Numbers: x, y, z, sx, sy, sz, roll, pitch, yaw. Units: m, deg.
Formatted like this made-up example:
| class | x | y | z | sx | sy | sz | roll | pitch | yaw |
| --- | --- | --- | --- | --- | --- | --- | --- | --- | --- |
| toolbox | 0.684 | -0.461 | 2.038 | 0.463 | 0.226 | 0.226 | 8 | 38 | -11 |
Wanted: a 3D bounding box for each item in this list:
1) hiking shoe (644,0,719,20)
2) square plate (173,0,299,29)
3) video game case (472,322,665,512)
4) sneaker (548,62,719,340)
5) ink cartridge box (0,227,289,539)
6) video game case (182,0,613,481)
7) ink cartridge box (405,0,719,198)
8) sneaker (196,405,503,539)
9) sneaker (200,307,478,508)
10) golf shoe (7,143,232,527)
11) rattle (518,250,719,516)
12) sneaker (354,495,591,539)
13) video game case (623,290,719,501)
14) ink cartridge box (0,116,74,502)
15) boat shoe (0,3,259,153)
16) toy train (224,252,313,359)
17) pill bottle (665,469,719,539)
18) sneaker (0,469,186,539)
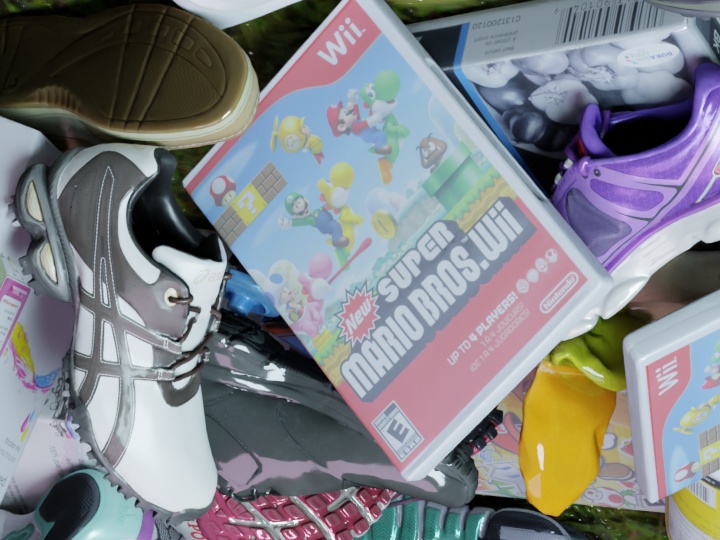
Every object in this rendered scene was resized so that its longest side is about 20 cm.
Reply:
| class | x | y | z | sx | sy | sz | roll | pitch | yaw |
| --- | --- | --- | --- | --- | --- | --- | --- | --- | --- |
| hiking shoe | 0.191 | -0.176 | 1.116 | 0.199 | 0.076 | 0.101 | -18 | 127 | 28 |
| square plate | -0.063 | -0.189 | 1.232 | 0.199 | 0.029 | 0.198 | -14 | 138 | 38 |
| video game case | 0.103 | 0.080 | 1.574 | 0.181 | 0.023 | 0.200 | 4 | 146 | 18 |
| sneaker | 0.117 | -0.037 | 1.273 | 0.083 | 0.081 | 0.200 | 43 | 122 | -18 |
| ink cartridge box | -0.155 | 0.062 | 1.541 | 0.199 | 0.145 | 0.147 | 9 | 148 | 11 |
| video game case | 0.014 | -0.019 | 1.283 | 0.143 | 0.200 | 0.017 | -47 | 157 | 21 |
| ink cartridge box | 0.119 | -0.060 | 1.337 | 0.197 | 0.044 | 0.200 | -8 | 142 | 32 |
| sneaker | -0.009 | 0.115 | 1.497 | 0.075 | 0.199 | 0.081 | -36 | 77 | 55 |
| sneaker | -0.034 | 0.088 | 1.400 | 0.199 | 0.091 | 0.076 | 23 | -169 | 9 |
| golf shoe | -0.103 | 0.032 | 1.322 | 0.094 | 0.078 | 0.201 | -16 | 102 | 28 |
| rattle | 0.165 | 0.046 | 1.367 | 0.199 | 0.144 | 0.130 | -2 | 156 | 34 |
| sneaker | 0.060 | 0.179 | 1.704 | 0.199 | 0.075 | 0.087 | 10 | 178 | 33 |
| video game case | 0.228 | 0.035 | 1.336 | 0.199 | 0.017 | 0.143 | -25 | 146 | -8 |
| ink cartridge box | -0.217 | 0.023 | 1.391 | 0.084 | 0.201 | 0.145 | 18 | 169 | 19 |
| boat shoe | -0.122 | -0.093 | 1.360 | 0.199 | 0.074 | 0.066 | 11 | 162 | 40 |
| toy train | 0.000 | 0.000 | 1.403 | 0.114 | 0.087 | 0.200 | 34 | 163 | -19 |
| pill bottle | 0.228 | 0.121 | 1.498 | 0.111 | 0.112 | 0.200 | 8 | 147 | 12 |
| sneaker | -0.162 | 0.191 | 1.536 | 0.140 | 0.078 | 0.200 | 35 | 145 | -30 |
